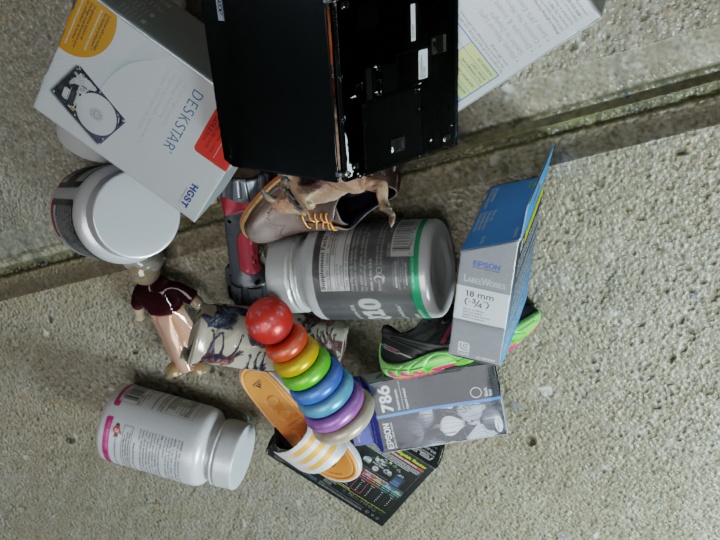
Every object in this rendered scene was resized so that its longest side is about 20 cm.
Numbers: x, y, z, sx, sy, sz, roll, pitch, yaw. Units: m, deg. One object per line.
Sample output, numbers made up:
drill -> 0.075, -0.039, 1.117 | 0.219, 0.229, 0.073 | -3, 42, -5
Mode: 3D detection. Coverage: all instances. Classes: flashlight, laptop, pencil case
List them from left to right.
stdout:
flashlight -> -0.131, -0.041, 1.166 | 0.068, 0.068, 0.200 | -18, 129, -20
pencil case -> -0.119, 0.091, 1.195 | 0.200, 0.078, 0.090 | 8, 124, -15
laptop -> -0.021, -0.181, 0.859 | 0.103, 0.200, 0.177 | 42, 145, 47

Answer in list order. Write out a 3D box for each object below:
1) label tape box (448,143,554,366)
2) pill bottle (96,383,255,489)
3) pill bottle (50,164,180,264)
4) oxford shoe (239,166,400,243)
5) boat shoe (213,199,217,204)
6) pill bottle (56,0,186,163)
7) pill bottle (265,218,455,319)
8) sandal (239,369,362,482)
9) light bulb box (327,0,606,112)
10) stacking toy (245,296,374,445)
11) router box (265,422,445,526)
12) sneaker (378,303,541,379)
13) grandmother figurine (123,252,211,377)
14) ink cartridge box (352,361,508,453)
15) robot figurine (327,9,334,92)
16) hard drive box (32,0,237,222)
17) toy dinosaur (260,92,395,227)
label tape box -> 0.148, -0.023, 1.024 | 0.063, 0.144, 0.200 | 13, 125, 14
pill bottle -> -0.259, 0.238, 1.363 | 0.200, 0.113, 0.113 | 14, 126, 11
pill bottle -> -0.283, -0.066, 1.114 | 0.114, 0.114, 0.200 | 57, 159, -20
oxford shoe -> -0.048, -0.074, 1.073 | 0.200, 0.073, 0.071 | -26, 134, 17
boat shoe -> -0.202, -0.151, 1.069 | 0.065, 0.072, 0.200 | -8, 136, -5
pill bottle -> -0.270, -0.225, 1.061 | 0.114, 0.114, 0.200 | 27, 127, 1
pill bottle -> 0.000, 0.000, 1.112 | 0.200, 0.113, 0.113 | -2, 121, 22
sandal -> -0.090, 0.208, 1.237 | 0.207, 0.059, 0.079 | 45, 125, -5
light bulb box -> 0.090, -0.275, 0.889 | 0.200, 0.125, 0.198 | -30, 109, 33
stacking toy -> -0.065, 0.111, 1.125 | 0.085, 0.085, 0.200 | -17, 123, 28
router box -> -0.009, 0.237, 1.303 | 0.200, 0.062, 0.150 | 33, 127, -3
sneaker -> 0.113, 0.069, 1.135 | 0.200, 0.077, 0.084 | -16, 78, 10
grandmother figurine -> -0.256, 0.050, 1.274 | 0.121, 0.061, 0.200 | -12, 120, 16
ink cartridge box -> 0.077, 0.169, 1.200 | 0.200, 0.039, 0.100 | -11, 104, 10
robot figurine -> -0.094, -0.212, 1.004 | 0.117, 0.144, 0.200 | 9, 132, 54
hard drive box -> -0.198, -0.172, 0.950 | 0.200, 0.077, 0.156 | 35, 127, -4
toy dinosaur -> -0.023, -0.126, 0.970 | 0.135, 0.086, 0.200 | 9, 115, -8
